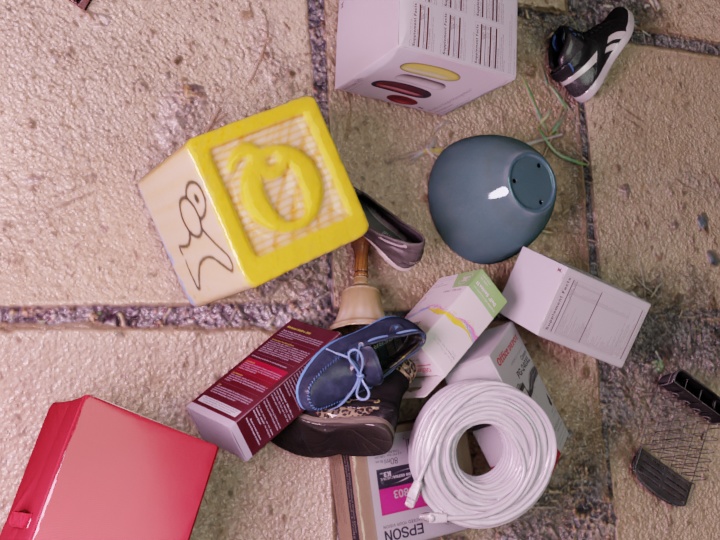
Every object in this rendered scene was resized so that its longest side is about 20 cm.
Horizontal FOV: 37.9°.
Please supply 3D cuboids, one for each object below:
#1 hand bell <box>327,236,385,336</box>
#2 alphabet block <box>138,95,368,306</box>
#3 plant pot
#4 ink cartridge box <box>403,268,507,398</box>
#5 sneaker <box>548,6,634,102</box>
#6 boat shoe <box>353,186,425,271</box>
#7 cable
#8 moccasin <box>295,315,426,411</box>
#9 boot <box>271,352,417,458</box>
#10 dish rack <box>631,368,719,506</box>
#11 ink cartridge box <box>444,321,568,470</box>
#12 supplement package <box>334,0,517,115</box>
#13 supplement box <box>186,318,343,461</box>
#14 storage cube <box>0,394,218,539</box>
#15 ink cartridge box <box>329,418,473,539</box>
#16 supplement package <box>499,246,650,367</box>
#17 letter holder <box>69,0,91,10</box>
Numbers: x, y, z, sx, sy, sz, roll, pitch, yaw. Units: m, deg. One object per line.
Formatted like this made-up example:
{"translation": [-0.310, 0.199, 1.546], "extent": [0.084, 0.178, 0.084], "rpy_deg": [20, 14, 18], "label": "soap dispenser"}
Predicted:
{"translation": [0.000, 0.000, 1.491], "extent": [0.103, 0.104, 0.202], "rpy_deg": [12, 64, -27], "label": "hand bell"}
{"translation": [-0.141, -0.084, 1.345], "extent": [0.195, 0.199, 0.197], "rpy_deg": [-28, 96, -30], "label": "alphabet block"}
{"translation": [0.220, -0.119, 1.593], "extent": [0.198, 0.134, 0.203], "rpy_deg": [5, 80, -28], "label": "plant pot"}
{"translation": [0.105, 0.092, 1.502], "extent": [0.068, 0.117, 0.200], "rpy_deg": [51, 62, -14], "label": "ink cartridge box"}
{"translation": [0.385, -0.394, 1.767], "extent": [0.112, 0.073, 0.201], "rpy_deg": [38, 67, -20], "label": "sneaker"}
{"translation": [0.009, -0.080, 1.476], "extent": [0.199, 0.057, 0.067], "rpy_deg": [37, 50, 6], "label": "boat shoe"}
{"translation": [0.163, 0.247, 1.416], "extent": [0.197, 0.069, 0.203], "rpy_deg": [13, 90, -11], "label": "cable"}
{"translation": [0.003, 0.114, 1.347], "extent": [0.199, 0.068, 0.081], "rpy_deg": [-37, 121, -30], "label": "moccasin"}
{"translation": [-0.026, 0.174, 1.408], "extent": [0.151, 0.198, 0.074], "rpy_deg": [-58, 136, -47], "label": "boot"}
{"translation": [0.535, 0.286, 1.751], "extent": [0.153, 0.054, 0.202], "rpy_deg": [34, 67, -20], "label": "dish rack"}
{"translation": [0.215, 0.195, 1.534], "extent": [0.202, 0.083, 0.145], "rpy_deg": [62, 27, -7], "label": "ink cartridge box"}
{"translation": [0.093, -0.338, 1.525], "extent": [0.198, 0.191, 0.149], "rpy_deg": [9, 77, -27], "label": "supplement package"}
{"translation": [-0.116, 0.151, 1.368], "extent": [0.200, 0.108, 0.061], "rpy_deg": [-39, 121, -28], "label": "supplement box"}
{"translation": [-0.293, 0.263, 1.219], "extent": [0.198, 0.170, 0.182], "rpy_deg": [25, 69, -23], "label": "storage cube"}
{"translation": [0.061, 0.296, 1.469], "extent": [0.198, 0.075, 0.167], "rpy_deg": [-6, 84, -31], "label": "ink cartridge box"}
{"translation": [0.325, 0.056, 1.603], "extent": [0.199, 0.109, 0.115], "rpy_deg": [22, 96, -34], "label": "supplement package"}
{"translation": [-0.358, -0.469, 1.345], "extent": [0.141, 0.100, 0.202], "rpy_deg": [32, 68, -19], "label": "letter holder"}
